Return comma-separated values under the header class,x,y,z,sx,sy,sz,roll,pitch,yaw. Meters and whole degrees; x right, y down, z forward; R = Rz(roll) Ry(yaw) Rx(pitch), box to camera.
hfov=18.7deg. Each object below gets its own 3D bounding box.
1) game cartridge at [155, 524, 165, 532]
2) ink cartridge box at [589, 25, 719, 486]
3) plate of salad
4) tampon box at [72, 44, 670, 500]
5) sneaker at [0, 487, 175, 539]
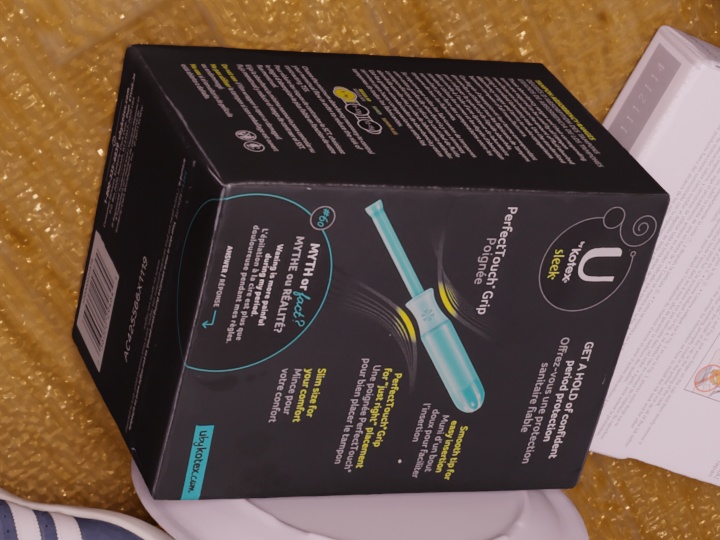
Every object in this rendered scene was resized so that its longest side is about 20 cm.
class,x,y,z,sx,sy,sz,roll,pitch,yaw
game cartridge,-0.072,0.198,1.049,0.176,0.032,0.201,-17,130,-33
ink cartridge box,0.167,0.002,1.046,0.176,0.045,0.201,18,112,-32
plate of salad,-0.001,0.105,0.936,0.199,0.200,0.048,1,113,-25
tampon box,0.000,0.000,0.916,0.199,0.126,0.151,1,120,-26
sneaker,-0.150,0.132,0.898,0.199,0.085,0.075,20,116,9
